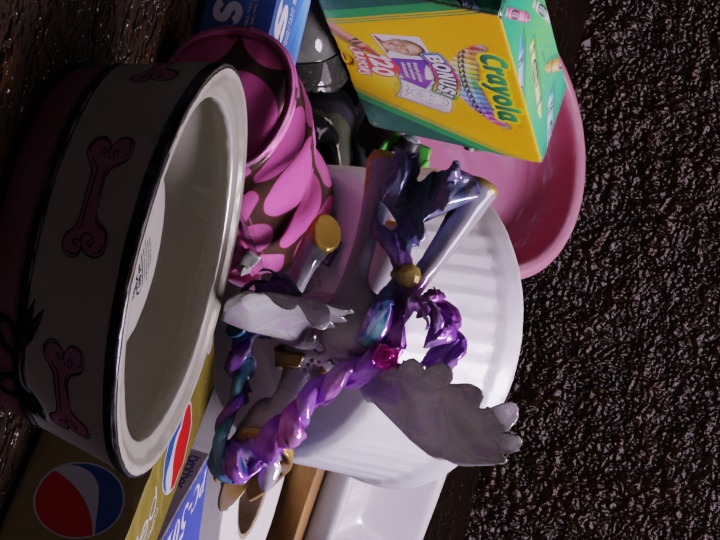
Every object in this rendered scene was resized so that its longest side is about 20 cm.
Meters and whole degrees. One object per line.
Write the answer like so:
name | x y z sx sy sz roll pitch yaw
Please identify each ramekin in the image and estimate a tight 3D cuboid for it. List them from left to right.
ramekin | -0.005 0.030 1.606 0.098 0.200 0.201 9 94 -44

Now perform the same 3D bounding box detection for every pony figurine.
pony figurine | -0.002 0.031 1.402 0.193 0.166 0.200 -27 -148 59

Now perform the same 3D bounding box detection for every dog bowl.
dog bowl | -0.116 -0.008 1.245 0.200 0.074 0.201 13 90 -81

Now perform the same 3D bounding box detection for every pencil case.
pencil case | -0.063 -0.060 1.472 0.094 0.091 0.200 -64 166 -14

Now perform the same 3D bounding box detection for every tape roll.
tape roll | -0.081 0.122 1.754 0.203 0.037 0.203 12 90 -81

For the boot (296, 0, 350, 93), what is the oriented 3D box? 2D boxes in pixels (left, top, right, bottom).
boot | -0.012 -0.204 1.655 0.200 0.067 0.131 -63 158 -61

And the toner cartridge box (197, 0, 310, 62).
toner cartridge box | -0.042 -0.219 1.501 0.095 0.043 0.201 38 65 -81

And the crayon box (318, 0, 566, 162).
crayon box | 0.051 -0.142 1.589 0.200 0.118 0.058 64 42 -64

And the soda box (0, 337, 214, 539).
soda box | -0.132 0.110 1.335 0.068 0.064 0.200 92 14 -52

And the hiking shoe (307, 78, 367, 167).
hiking shoe | -0.036 -0.052 1.737 0.101 0.076 0.200 -55 152 -38

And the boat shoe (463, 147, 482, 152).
boat shoe | 0.060 -0.171 1.733 0.072 0.060 0.202 -148 -133 -66

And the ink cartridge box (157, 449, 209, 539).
ink cartridge box | -0.137 0.187 1.474 0.200 0.044 0.094 -63 165 -57

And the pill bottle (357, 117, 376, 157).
pill bottle | 0.020 -0.026 1.931 0.200 0.113 0.114 85 20 -61

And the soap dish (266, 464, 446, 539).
soap dish | -0.006 0.144 1.914 0.157 0.081 0.200 -16 132 -52

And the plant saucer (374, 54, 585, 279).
plant saucer | 0.077 -0.090 1.821 0.200 0.051 0.201 10 76 -45

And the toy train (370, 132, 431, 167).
toy train | 0.000 0.000 1.724 0.200 0.042 0.056 -67 171 16
